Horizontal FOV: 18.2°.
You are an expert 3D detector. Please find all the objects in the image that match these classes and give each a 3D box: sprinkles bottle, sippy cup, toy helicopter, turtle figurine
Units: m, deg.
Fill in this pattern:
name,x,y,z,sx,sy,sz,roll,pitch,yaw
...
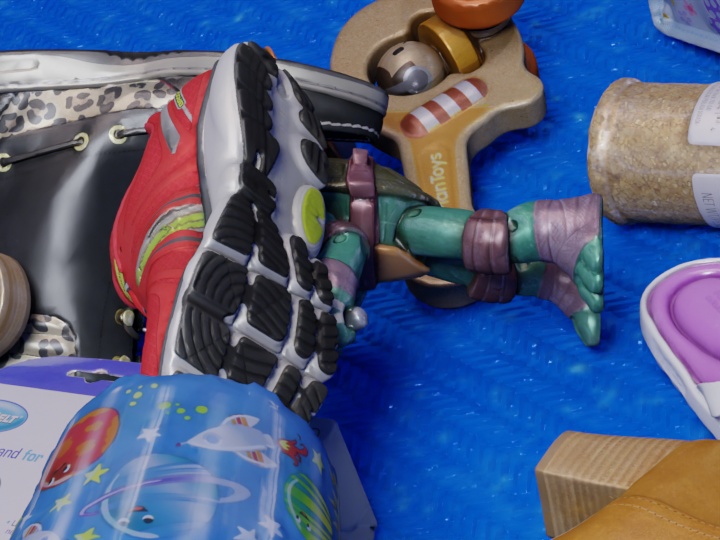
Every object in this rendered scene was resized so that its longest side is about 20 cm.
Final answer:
name,x,y,z,sx,sy,sz,roll,pitch,yaw
sprinkles bottle,0.199,-0.048,0.964,0.200,0.068,0.068,4,41,31
sippy cup,-0.061,0.108,0.728,0.140,0.178,0.130,-41,27,37
toy helicopter,0.025,-0.061,1.070,0.132,0.079,0.200,-9,48,4
turtle figurine,0.000,0.000,0.933,0.200,0.101,0.150,-1,1,5

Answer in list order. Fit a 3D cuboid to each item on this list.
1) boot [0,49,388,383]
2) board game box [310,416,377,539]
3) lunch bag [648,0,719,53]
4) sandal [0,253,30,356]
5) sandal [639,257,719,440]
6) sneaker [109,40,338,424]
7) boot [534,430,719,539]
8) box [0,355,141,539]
name,x,y,z,sx,sy,sz,roll,pitch,yaw
boot,-0.091,-0.021,1.031,0.203,0.154,0.073,2,-6,3
board game box,-0.116,0.118,0.898,0.200,0.064,0.148,5,41,33
lunch bag,0.243,-0.167,1.060,0.169,0.127,0.200,-29,26,-17
sandal,-0.249,0.040,1.000,0.212,0.070,0.078,-26,65,23
sandal,0.170,0.042,0.871,0.082,0.050,0.203,-32,36,-16
sneaker,-0.060,0.004,0.861,0.085,0.077,0.200,-28,38,30
boot,0.101,0.133,0.764,0.144,0.071,0.201,10,47,30
box,-0.136,0.110,0.832,0.119,0.042,0.200,6,41,31
